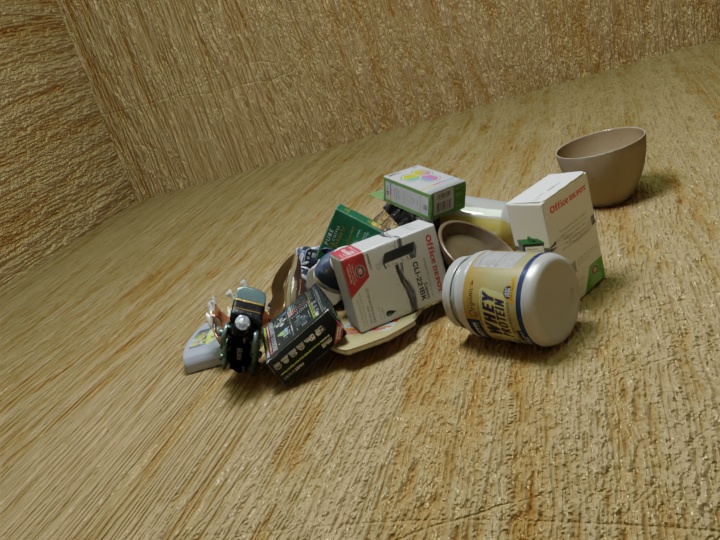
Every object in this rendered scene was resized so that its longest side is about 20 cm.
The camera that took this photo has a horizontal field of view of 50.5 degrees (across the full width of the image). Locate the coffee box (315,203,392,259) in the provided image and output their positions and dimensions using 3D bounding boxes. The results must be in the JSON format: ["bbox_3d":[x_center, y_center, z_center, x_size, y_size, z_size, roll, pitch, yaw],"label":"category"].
[{"bbox_3d":[0.016,-0.041,1.596,0.196,0.125,0.044,25,25,2],"label":"coffee box"}]

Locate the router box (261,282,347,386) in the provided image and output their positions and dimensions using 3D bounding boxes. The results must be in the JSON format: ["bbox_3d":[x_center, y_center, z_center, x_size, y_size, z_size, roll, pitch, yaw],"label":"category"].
[{"bbox_3d":[-0.112,0.117,1.455,0.149,0.063,0.200,-39,17,1],"label":"router box"}]

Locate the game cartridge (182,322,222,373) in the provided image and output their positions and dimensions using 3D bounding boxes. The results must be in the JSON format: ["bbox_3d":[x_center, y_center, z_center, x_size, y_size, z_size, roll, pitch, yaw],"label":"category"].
[{"bbox_3d":[-0.315,0.154,1.674,0.130,0.042,0.201,-20,18,10],"label":"game cartridge"}]

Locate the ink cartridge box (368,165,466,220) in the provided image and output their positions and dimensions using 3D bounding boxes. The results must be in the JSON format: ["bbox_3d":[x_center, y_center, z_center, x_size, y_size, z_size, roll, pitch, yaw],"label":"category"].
[{"bbox_3d":[0.115,-0.171,1.594,0.102,0.061,0.198,-21,32,-33],"label":"ink cartridge box"}]

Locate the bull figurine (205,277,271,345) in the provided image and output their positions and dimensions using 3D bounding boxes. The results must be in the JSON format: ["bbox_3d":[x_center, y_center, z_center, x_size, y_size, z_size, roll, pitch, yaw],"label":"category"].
[{"bbox_3d":[-0.250,0.093,1.609,0.064,0.123,0.200,-33,1,26],"label":"bull figurine"}]

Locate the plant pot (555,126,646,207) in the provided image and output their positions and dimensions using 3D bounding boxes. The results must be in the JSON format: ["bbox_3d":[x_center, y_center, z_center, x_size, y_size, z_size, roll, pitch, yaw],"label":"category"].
[{"bbox_3d":[0.552,-0.224,1.720,0.195,0.138,0.201,-17,18,6],"label":"plant pot"}]

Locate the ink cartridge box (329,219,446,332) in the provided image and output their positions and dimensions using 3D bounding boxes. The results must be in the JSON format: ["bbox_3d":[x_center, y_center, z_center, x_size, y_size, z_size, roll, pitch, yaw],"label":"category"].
[{"bbox_3d":[0.059,0.007,1.444,0.196,0.148,0.084,-21,15,-14],"label":"ink cartridge box"}]

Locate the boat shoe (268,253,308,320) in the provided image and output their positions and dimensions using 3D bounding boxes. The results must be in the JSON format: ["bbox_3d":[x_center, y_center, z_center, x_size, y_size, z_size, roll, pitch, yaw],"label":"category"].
[{"bbox_3d":[-0.151,0.050,1.686,0.072,0.072,0.203,-37,30,28],"label":"boat shoe"}]

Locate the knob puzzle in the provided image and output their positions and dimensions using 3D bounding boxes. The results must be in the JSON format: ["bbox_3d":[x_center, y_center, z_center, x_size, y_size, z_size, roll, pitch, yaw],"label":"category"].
[{"bbox_3d":[0.018,0.119,1.439,0.214,0.031,0.220,-16,14,4],"label":"knob puzzle"}]

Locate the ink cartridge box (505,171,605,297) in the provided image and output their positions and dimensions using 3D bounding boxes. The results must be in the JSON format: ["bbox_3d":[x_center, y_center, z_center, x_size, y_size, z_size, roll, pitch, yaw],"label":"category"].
[{"bbox_3d":[0.344,-0.052,1.335,0.145,0.205,0.083,-30,22,-35],"label":"ink cartridge box"}]

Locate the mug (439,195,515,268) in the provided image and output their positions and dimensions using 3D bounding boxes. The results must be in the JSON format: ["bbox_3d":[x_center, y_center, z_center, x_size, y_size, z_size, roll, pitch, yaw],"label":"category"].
[{"bbox_3d":[0.261,-0.068,1.625,0.149,0.192,0.149,2,-9,26],"label":"mug"}]

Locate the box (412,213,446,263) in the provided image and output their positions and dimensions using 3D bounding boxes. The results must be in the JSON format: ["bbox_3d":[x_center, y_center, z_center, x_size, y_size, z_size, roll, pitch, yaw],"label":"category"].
[{"bbox_3d":[0.165,-0.087,1.673,0.047,0.162,0.200,8,28,20],"label":"box"}]

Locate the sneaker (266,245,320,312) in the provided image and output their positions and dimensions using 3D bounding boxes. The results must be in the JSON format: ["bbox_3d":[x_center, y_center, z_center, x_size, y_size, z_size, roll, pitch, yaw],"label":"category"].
[{"bbox_3d":[-0.149,0.014,1.783,0.198,0.111,0.069,-30,21,-30],"label":"sneaker"}]

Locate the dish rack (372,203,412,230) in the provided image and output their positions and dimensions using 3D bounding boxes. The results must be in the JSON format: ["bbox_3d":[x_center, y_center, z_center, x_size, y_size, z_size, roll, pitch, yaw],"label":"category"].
[{"bbox_3d":[0.080,-0.070,1.729,0.200,0.154,0.055,-44,0,-45],"label":"dish rack"}]

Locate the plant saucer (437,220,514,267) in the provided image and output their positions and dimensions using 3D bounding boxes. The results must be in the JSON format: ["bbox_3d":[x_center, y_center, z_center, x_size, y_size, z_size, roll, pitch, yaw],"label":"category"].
[{"bbox_3d":[0.231,-0.023,1.467,0.196,0.030,0.202,21,34,-14],"label":"plant saucer"}]

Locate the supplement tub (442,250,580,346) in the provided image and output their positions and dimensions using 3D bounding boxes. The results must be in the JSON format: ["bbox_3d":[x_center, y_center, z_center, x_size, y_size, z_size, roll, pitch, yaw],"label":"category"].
[{"bbox_3d":[0.244,0.042,1.260,0.143,0.148,0.197,-31,22,-35],"label":"supplement tub"}]

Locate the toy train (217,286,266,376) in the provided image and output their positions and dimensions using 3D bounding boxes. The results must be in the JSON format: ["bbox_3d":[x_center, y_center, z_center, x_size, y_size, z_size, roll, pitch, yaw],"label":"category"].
[{"bbox_3d":[-0.219,0.119,1.447,0.083,0.201,0.116,13,59,-2],"label":"toy train"}]

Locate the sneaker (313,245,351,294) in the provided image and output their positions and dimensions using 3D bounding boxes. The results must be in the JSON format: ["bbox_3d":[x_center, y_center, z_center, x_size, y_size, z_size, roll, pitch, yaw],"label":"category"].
[{"bbox_3d":[0.000,0.000,1.557,0.195,0.083,0.146,2,-18,-27],"label":"sneaker"}]

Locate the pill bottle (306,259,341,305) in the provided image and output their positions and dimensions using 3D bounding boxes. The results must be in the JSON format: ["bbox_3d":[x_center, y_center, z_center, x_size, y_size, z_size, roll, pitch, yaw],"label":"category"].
[{"bbox_3d":[-0.029,-0.008,1.719,0.114,0.119,0.200,-4,24,37],"label":"pill bottle"}]
